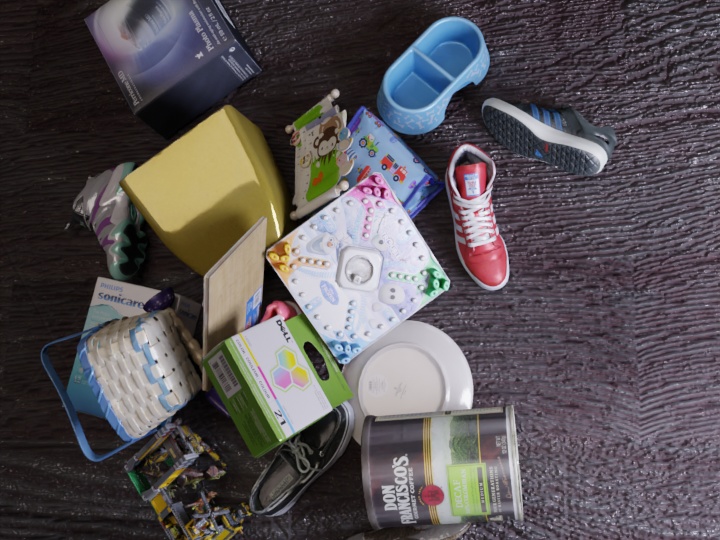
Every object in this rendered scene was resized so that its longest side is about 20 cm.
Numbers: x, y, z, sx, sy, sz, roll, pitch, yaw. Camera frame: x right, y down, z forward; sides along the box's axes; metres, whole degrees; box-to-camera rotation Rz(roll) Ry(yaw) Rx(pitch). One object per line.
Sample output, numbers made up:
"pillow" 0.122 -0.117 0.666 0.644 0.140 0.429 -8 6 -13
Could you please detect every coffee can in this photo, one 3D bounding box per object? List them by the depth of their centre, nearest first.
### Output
"coffee can" 0.109 0.258 1.259 0.196 0.146 0.149 -6 76 9

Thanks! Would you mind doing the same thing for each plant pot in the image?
"plant pot" -0.195 -0.088 1.402 0.193 0.195 0.202 -33 83 5

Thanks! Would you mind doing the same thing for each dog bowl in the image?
"dog bowl" 0.108 -0.294 1.415 0.111 0.050 0.200 41 78 16

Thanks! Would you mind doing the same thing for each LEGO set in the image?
"LEGO set" -0.224 0.290 1.342 0.116 0.153 0.201 -43 63 20

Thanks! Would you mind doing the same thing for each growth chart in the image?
"growth chart" -0.061 -0.171 1.405 0.144 0.018 0.203 -35 45 38

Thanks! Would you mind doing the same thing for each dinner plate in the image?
"dinner plate" 0.061 0.170 1.362 0.196 0.024 0.204 -4 77 15

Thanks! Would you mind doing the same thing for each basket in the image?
"basket" -0.328 0.155 1.314 0.197 0.139 0.179 -22 97 14

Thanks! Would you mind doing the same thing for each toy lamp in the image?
"toy lamp" -0.231 0.119 1.366 0.058 0.058 0.201 -35 85 4

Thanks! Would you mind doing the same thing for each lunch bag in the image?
"lunch bag" 0.000 -0.110 1.412 0.200 0.094 0.151 -47 74 11

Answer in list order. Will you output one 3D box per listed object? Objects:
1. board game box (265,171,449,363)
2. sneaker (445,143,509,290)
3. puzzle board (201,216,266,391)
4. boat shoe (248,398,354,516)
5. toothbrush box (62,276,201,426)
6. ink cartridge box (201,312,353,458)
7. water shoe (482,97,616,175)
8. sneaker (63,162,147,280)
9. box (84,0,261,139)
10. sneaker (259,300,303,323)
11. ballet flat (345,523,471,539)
"board game box" 0.000 0.000 1.347 0.199 0.026 0.201 -35 105 -1
"sneaker" 0.164 -0.079 1.338 0.070 0.113 0.203 -15 75 -3
"puzzle board" -0.174 0.045 1.298 0.017 0.202 0.151 20 40 14
"boat shoe" -0.086 0.262 1.353 0.199 0.068 0.074 -46 69 3
"toothbrush box" -0.342 0.126 1.443 0.144 0.085 0.204 10 82 15
"ink cartridge box" -0.091 0.134 1.285 0.076 0.199 0.149 -37 81 46
"water shoe" 0.269 -0.202 1.376 0.198 0.072 0.079 30 59 20
"sneaker" -0.409 -0.067 1.508 0.137 0.078 0.203 -10 58 17
"box" -0.297 -0.356 1.518 0.197 0.123 0.202 -34 72 7
"sneaker" -0.144 0.135 1.389 0.073 0.087 0.204 14 82 18
"ballet flat" 0.062 0.368 1.311 0.197 0.047 0.068 -24 42 3
